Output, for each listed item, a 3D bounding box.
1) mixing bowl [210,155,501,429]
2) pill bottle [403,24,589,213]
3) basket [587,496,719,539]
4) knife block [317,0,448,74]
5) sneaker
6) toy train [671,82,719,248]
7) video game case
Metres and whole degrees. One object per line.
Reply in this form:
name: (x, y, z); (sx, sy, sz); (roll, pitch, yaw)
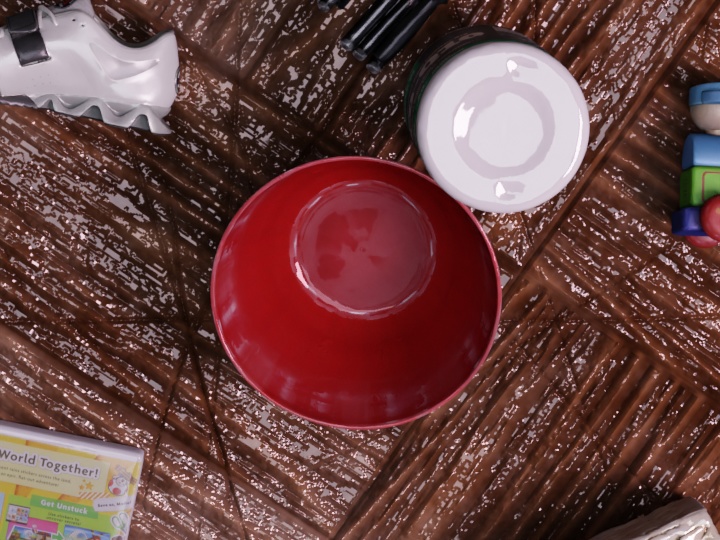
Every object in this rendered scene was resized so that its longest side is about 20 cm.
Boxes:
mixing bowl: (0.000, 0.000, 1.535); (0.200, 0.108, 0.200); (1, 110, 3)
pill bottle: (0.087, -0.108, 1.479); (0.113, 0.200, 0.113); (0, 100, -2)
basket: (0.188, 0.258, 1.578); (0.200, 0.136, 0.123); (-26, 88, 1)
knife block: (0.067, -0.227, 1.525); (0.200, 0.064, 0.176); (-3, 101, -2)
sneaker: (-0.224, -0.156, 1.526); (0.200, 0.074, 0.089); (9, 100, -14)
toy train: (0.327, -0.073, 1.562); (0.200, 0.085, 0.116); (2, 87, -3)
video game case: (-0.276, 0.201, 1.614); (0.200, 0.023, 0.182); (12, 100, -3)
